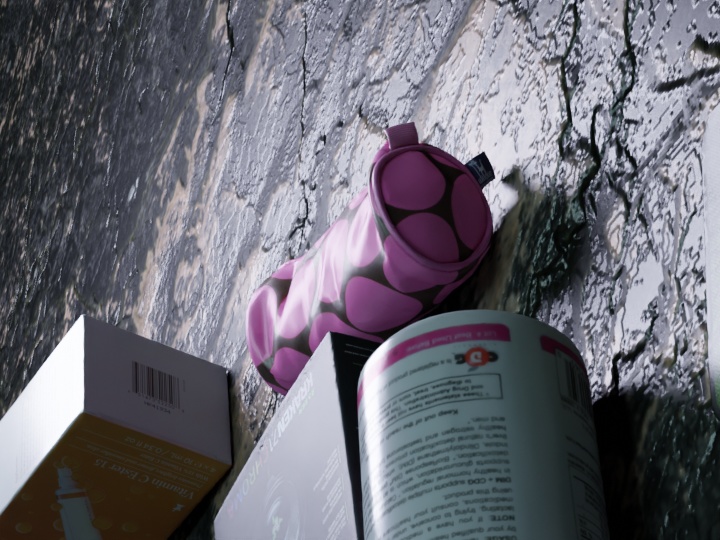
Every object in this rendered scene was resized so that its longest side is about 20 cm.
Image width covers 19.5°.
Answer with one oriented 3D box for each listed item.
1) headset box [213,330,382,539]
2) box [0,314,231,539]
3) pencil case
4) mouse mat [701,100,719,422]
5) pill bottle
[{"bbox_3d":[-0.001,0.168,1.107,0.201,0.092,0.174,-99,31,-45],"label":"headset box"},{"bbox_3d":[-0.198,0.146,1.539,0.200,0.124,0.098,-49,32,33],"label":"box"},{"bbox_3d":[0.000,0.000,1.228,0.094,0.091,0.200,60,141,12],"label":"pencil case"},{"bbox_3d":[0.198,-0.041,0.865,0.200,0.007,0.162,-43,38,53],"label":"mouse mat"},{"bbox_3d":[0.058,0.128,0.956,0.113,0.113,0.201,127,150,-44],"label":"pill bottle"}]
